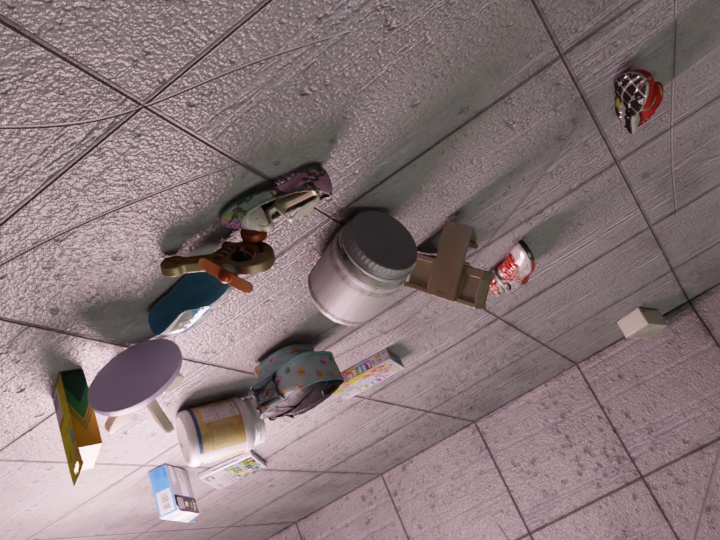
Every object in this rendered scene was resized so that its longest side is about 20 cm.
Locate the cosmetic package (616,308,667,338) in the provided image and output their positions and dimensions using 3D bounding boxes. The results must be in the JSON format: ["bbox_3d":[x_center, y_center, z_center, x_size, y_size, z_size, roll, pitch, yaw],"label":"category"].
[{"bbox_3d":[1.058,0.200,2.865,0.105,0.071,0.200,-41,150,30],"label":"cosmetic package"}]

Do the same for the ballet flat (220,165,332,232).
[{"bbox_3d":[-0.138,-0.106,1.280,0.200,0.071,0.069,-25,155,1],"label":"ballet flat"}]

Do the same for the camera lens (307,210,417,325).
[{"bbox_3d":[0.000,0.000,1.494,0.160,0.160,0.200,-4,147,-36],"label":"camera lens"}]

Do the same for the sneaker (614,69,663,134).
[{"bbox_3d":[0.535,-0.336,1.449,0.085,0.077,0.200,-33,163,5],"label":"sneaker"}]

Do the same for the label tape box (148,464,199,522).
[{"bbox_3d":[-0.538,0.665,2.270,0.066,0.143,0.200,-28,153,7],"label":"label tape box"}]

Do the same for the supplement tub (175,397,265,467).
[{"bbox_3d":[-0.357,0.408,1.952,0.200,0.145,0.145,-10,150,-27],"label":"supplement tub"}]

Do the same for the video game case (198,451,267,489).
[{"bbox_3d":[-0.413,0.653,2.494,0.182,0.022,0.200,-24,153,-3],"label":"video game case"}]

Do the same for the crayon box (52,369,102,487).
[{"bbox_3d":[-0.570,0.319,1.544,0.051,0.200,0.127,-6,148,-33],"label":"crayon box"}]

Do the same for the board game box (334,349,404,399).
[{"bbox_3d":[0.016,0.301,2.200,0.200,0.034,0.134,-30,154,11],"label":"board game box"}]

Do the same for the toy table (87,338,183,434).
[{"bbox_3d":[-0.445,0.242,1.555,0.200,0.184,0.117,-26,146,-20],"label":"toy table"}]

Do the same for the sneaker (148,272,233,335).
[{"bbox_3d":[-0.309,0.057,1.443,0.200,0.077,0.081,-31,162,25],"label":"sneaker"}]

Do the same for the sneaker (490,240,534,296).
[{"bbox_3d":[0.371,0.003,1.921,0.108,0.067,0.201,-25,156,-5],"label":"sneaker"}]

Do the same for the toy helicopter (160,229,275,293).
[{"bbox_3d":[-0.248,-0.009,1.322,0.200,0.132,0.079,-7,123,0],"label":"toy helicopter"}]

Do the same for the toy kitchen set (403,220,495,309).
[{"bbox_3d":[0.238,-0.016,1.686,0.180,0.200,0.163,7,98,-47],"label":"toy kitchen set"}]

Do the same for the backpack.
[{"bbox_3d":[-0.148,0.263,1.855,0.200,0.153,0.176,-30,157,31],"label":"backpack"}]
